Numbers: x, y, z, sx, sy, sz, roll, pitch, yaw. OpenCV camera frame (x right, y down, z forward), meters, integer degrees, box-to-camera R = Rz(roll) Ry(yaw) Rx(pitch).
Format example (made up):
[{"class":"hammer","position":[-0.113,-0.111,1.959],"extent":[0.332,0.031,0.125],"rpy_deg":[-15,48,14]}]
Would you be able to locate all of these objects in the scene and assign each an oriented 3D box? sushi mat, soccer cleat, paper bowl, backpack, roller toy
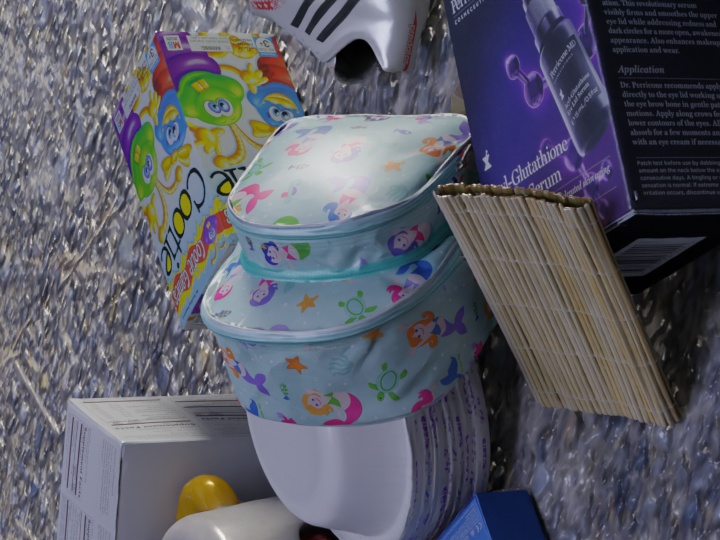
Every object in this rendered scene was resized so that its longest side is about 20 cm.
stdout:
[{"class":"sushi mat","position":[0.114,0.021,1.517],"extent":[0.096,0.200,0.012],"rpy_deg":[7,54,31]},{"class":"soccer cleat","position":[-0.020,-0.172,1.858],"extent":[0.200,0.069,0.085],"rpy_deg":[4,90,56]},{"class":"paper bowl","position":[-0.006,0.092,1.770],"extent":[0.201,0.104,0.201],"rpy_deg":[39,135,53]},{"class":"backpack","position":[0.000,0.000,1.605],"extent":[0.177,0.200,0.151],"rpy_deg":[2,131,30]},{"class":"roller toy","position":[-0.065,0.250,1.861],"extent":[0.182,0.140,0.200],"rpy_deg":[19,115,60]}]

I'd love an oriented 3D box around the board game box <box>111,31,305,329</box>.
[{"class":"board game box","position":[-0.097,-0.067,1.959],"extent":[0.105,0.103,0.200],"rpy_deg":[-58,43,44]}]

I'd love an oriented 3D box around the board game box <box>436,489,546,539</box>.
[{"class":"board game box","position":[0.090,0.265,1.702],"extent":[0.152,0.045,0.200],"rpy_deg":[-54,46,46]}]

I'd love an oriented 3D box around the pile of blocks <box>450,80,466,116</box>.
[{"class":"pile of blocks","position":[0.083,-0.069,1.703],"extent":[0.062,0.082,0.200],"rpy_deg":[29,138,8]}]

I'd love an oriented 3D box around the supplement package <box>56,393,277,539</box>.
[{"class":"supplement package","position":[-0.136,0.204,1.985],"extent":[0.111,0.155,0.200],"rpy_deg":[29,116,59]}]

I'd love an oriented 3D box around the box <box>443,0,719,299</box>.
[{"class":"box","position":[0.141,-0.101,1.538],"extent":[0.148,0.104,0.200],"rpy_deg":[-38,59,55]}]
